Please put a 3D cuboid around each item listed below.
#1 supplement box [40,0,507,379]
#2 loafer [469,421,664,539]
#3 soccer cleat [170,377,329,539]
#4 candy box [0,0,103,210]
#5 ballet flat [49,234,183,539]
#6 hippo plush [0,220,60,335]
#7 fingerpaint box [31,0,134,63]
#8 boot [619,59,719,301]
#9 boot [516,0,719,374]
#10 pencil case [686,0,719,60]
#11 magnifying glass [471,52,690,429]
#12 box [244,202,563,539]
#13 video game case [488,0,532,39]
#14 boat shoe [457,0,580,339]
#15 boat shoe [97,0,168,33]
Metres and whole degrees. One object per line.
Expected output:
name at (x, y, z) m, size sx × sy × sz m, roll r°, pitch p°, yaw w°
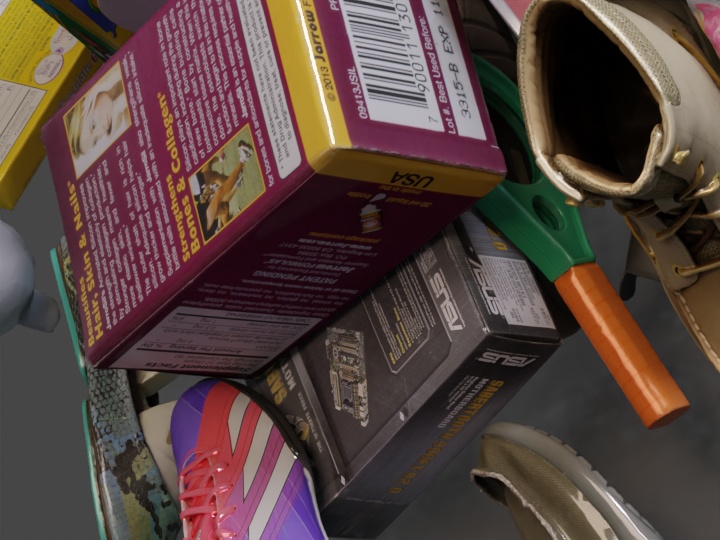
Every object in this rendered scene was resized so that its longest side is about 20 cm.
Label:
supplement box at (-0.043, -0.053, 1.326) m, size 0.200 × 0.103 × 0.132 m, roll -38°, pitch 57°, yaw 42°
loafer at (0.108, 0.142, 1.288) m, size 0.070 × 0.075 × 0.200 m, roll -45°, pitch 55°, yaw -2°
soccer cleat at (-0.053, 0.123, 1.336) m, size 0.200 × 0.073 × 0.068 m, roll 60°, pitch 137°, yaw 38°
candy box at (-0.178, -0.125, 1.569) m, size 0.102 × 0.026 × 0.201 m, roll 13°, pitch 61°, yaw 34°
ballet flat at (-0.105, 0.060, 1.448) m, size 0.074 × 0.074 × 0.201 m, roll -23°, pitch 61°, yaw 17°
hippo plush at (-0.249, 0.018, 1.486) m, size 0.161 × 0.159 × 0.200 m, roll -49°, pitch 35°, yaw -14°
fingerpaint box at (-0.073, -0.192, 1.480) m, size 0.073 × 0.167 × 0.201 m, roll 27°, pitch 81°, yaw 39°
boot at (0.216, -0.044, 1.333) m, size 0.199 × 0.077 × 0.139 m, roll 7°, pitch 90°, yaw 21°
boot at (0.134, -0.028, 1.245) m, size 0.072 × 0.155 × 0.201 m, roll -22°, pitch 87°, yaw 19°
pencil case at (0.213, -0.060, 1.251) m, size 0.083 × 0.091 × 0.201 m, roll -28°, pitch 95°, yaw -12°
magnifying glass at (0.086, -0.017, 1.333) m, size 0.022 × 0.079 × 0.201 m, roll -41°, pitch 71°, yaw 33°
box at (0.000, 0.000, 1.386) m, size 0.159 × 0.048 × 0.201 m, roll -50°, pitch 49°, yaw 36°
video game case at (0.155, -0.168, 1.404) m, size 0.200 × 0.017 × 0.143 m, roll -43°, pitch 67°, yaw 15°
boat shoe at (0.045, -0.047, 1.417) m, size 0.076 × 0.072 × 0.201 m, roll -29°, pitch 56°, yaw 30°
boat shoe at (-0.055, -0.130, 1.426) m, size 0.072 × 0.199 × 0.066 m, roll -32°, pitch 54°, yaw 34°
